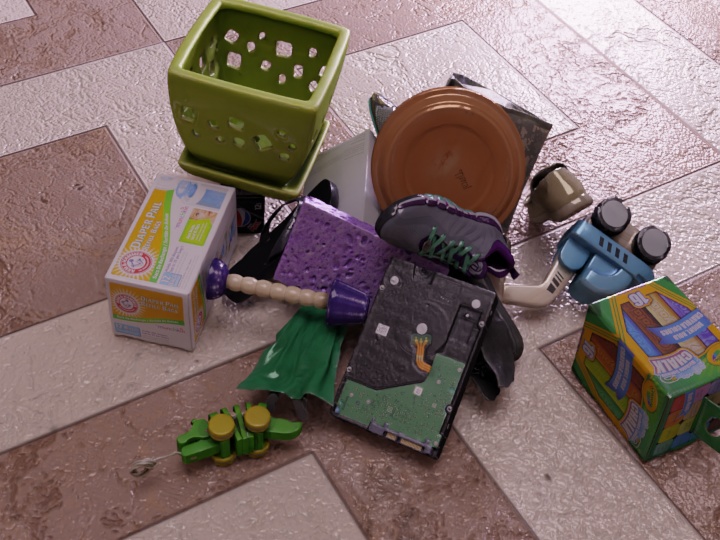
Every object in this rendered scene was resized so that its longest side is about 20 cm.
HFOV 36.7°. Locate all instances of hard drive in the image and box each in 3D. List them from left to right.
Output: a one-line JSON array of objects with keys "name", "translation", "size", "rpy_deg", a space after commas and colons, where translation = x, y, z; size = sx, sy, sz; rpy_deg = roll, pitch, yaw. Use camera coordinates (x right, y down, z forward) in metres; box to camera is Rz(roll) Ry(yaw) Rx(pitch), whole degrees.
[{"name": "hard drive", "translation": [0.063, 0.100, 1.263], "size": [0.138, 0.038, 0.203], "rpy_deg": [18, 78, 18]}]

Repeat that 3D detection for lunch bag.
[{"name": "lunch bag", "translation": [0.145, -0.171, 1.487], "size": [0.116, 0.166, 0.200], "rpy_deg": [13, 18, -32]}]

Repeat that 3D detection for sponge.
[{"name": "sponge", "translation": [0.000, 0.000, 1.338], "size": [0.197, 0.113, 0.030], "rpy_deg": [25, 21, -4]}]

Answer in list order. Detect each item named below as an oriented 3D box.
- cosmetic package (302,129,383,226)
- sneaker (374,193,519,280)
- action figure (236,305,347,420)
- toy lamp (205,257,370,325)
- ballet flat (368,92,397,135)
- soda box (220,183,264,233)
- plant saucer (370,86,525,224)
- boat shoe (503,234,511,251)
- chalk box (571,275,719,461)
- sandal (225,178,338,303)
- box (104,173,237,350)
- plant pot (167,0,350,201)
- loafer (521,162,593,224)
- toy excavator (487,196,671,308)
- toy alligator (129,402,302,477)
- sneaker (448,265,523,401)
[{"name": "cosmetic package", "translation": [-0.017, -0.081, 1.443], "size": [0.112, 0.081, 0.202], "rpy_deg": [-22, 41, 26]}, {"name": "sneaker", "translation": [0.111, -0.034, 1.298], "size": [0.198, 0.075, 0.088], "rpy_deg": [5, 41, -37]}, {"name": "action figure", "translation": [-0.062, 0.095, 1.316], "size": [0.116, 0.055, 0.201], "rpy_deg": [12, 39, 10]}, {"name": "toy lamp", "translation": [-0.087, 0.029, 1.313], "size": [0.196, 0.059, 0.059], "rpy_deg": [10, 45, 3]}, {"name": "ballet flat", "translation": [0.062, -0.160, 1.458], "size": [0.071, 0.072, 0.203], "rpy_deg": [-6, 65, -10]}, {"name": "soda box", "translation": [-0.164, -0.144, 1.530], "size": [0.062, 0.071, 0.202], "rpy_deg": [1, 46, -4]}, {"name": "plant saucer", "translation": [0.111, -0.128, 1.370], "size": [0.196, 0.204, 0.032], "rpy_deg": [3, 15, -1]}, {"name": "boat shoe", "translation": [0.102, -0.024, 1.441], "size": [0.198, 0.061, 0.073], "rpy_deg": [2, 46, -3]}, {"name": "chalk box", "translation": [0.359, 0.129, 1.266], "size": [0.122, 0.126, 0.201], "rpy_deg": [-17, 48, -20]}, {"name": "sandal", "translation": [-0.104, -0.041, 1.380], "size": [0.200, 0.043, 0.076], "rpy_deg": [-45, 34, -2]}, {"name": "box", "translation": [-0.235, -0.013, 1.374], "size": [0.110, 0.102, 0.202], "rpy_deg": [10, 45, 5]}, {"name": "plant pot", "translation": [-0.134, -0.217, 1.426], "size": [0.196, 0.183, 0.202], "rpy_deg": [15, 45, 4]}, {"name": "loafer", "translation": [0.262, -0.108, 1.462], "size": [0.075, 0.200, 0.069], "rpy_deg": [-26, 94, -4]}, {"name": "toy excavator", "translation": [0.275, 0.001, 1.404], "size": [0.193, 0.100, 0.201], "rpy_deg": [34, 73, 1]}, {"name": "toy alligator", "translation": [-0.165, 0.183, 1.216], "size": [0.197, 0.060, 0.055], "rpy_deg": [-11, 47, -15]}, {"name": "sneaker", "translation": [0.133, 0.061, 1.325], "size": [0.103, 0.060, 0.201], "rpy_deg": [-11, 61, -49]}]
